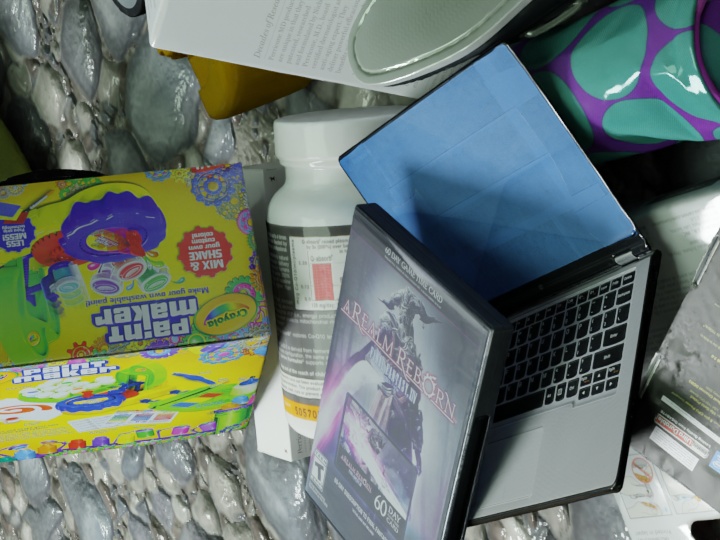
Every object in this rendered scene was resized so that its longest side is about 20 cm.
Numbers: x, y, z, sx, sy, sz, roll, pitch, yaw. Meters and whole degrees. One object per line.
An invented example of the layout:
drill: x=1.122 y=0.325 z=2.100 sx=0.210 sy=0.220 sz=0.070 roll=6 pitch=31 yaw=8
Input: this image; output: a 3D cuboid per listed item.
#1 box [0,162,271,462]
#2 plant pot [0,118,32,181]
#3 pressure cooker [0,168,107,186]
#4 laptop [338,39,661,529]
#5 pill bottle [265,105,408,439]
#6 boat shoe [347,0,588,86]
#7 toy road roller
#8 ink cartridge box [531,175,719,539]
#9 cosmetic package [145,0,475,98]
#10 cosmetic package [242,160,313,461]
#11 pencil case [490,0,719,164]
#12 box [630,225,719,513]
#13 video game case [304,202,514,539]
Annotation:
box: x=-0.172 y=0.034 z=1.025 sx=0.193 sy=0.199 sz=0.123 roll=112 pitch=150 yaw=-66
plant pot: x=-0.389 y=-0.083 z=1.480 sx=0.200 sy=0.187 sz=0.188 roll=38 pitch=130 yaw=23
pressure cooker: x=-0.239 y=0.038 z=1.285 sx=0.178 sy=0.175 sz=0.201 roll=36 pitch=128 yaw=39
laptop: x=0.056 y=0.019 z=0.832 sx=0.187 sy=0.115 sz=0.201 roll=-30 pitch=42 yaw=58
pill bottle: x=0.000 y=0.000 z=0.995 sx=0.116 sy=0.116 sz=0.201 roll=10 pitch=108 yaw=52
boat shoe: x=0.083 y=-0.151 z=0.807 sx=0.199 sy=0.060 sz=0.076 roll=-28 pitch=62 yaw=28
toy road roller: x=-0.073 y=-0.191 z=1.044 sx=0.200 sy=0.123 sz=0.147 roll=-20 pitch=96 yaw=59
ink cartridge box: x=0.183 y=0.059 z=0.835 sx=0.162 sy=0.057 sz=0.201 roll=-19 pitch=99 yaw=54
cosmetic package: x=-0.021 y=-0.163 z=0.887 sx=0.102 sy=0.199 sz=0.074 roll=-104 pitch=28 yaw=-47
cosmetic package: x=-0.037 y=0.023 z=1.083 sx=0.051 sy=0.082 sz=0.201 roll=7 pitch=105 yaw=52
pencil case: x=0.137 y=-0.093 z=0.808 sx=0.092 sy=0.085 sz=0.200 roll=40 pitch=154 yaw=-23
box: x=0.233 y=0.068 z=0.713 sx=0.200 sy=0.049 sz=0.160 roll=36 pitch=130 yaw=24
video game case: x=0.021 y=0.083 z=0.878 sx=0.143 sy=0.019 sz=0.201 roll=44 pitch=133 yaw=47
